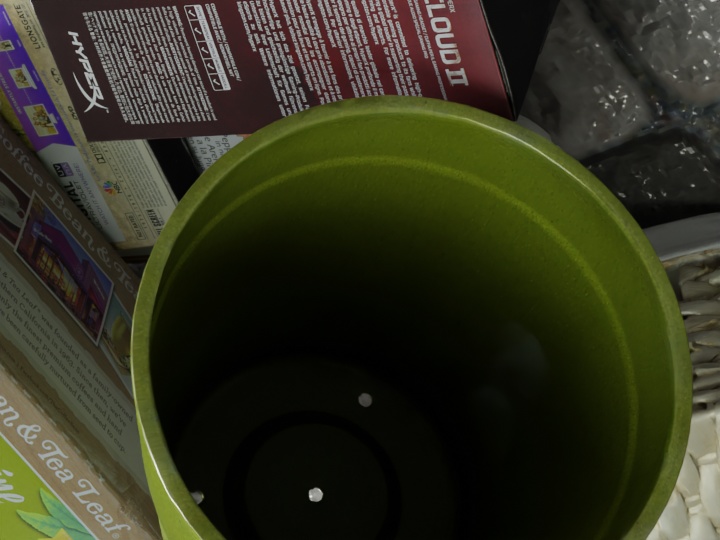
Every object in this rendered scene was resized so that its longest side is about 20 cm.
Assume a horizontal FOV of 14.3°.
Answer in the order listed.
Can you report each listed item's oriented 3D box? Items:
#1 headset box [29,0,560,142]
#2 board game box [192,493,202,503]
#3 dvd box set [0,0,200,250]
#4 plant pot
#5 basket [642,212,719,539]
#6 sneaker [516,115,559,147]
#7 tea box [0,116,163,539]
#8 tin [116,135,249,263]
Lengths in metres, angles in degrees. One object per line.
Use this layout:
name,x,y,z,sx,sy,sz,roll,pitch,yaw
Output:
headset box,-0.006,-0.126,1.113,0.200,0.149,0.077,-2,131,23
board game box,-0.143,0.150,1.348,0.200,0.126,0.035,-23,77,24
dvd box set,-0.182,-0.064,1.265,0.200,0.029,0.146,-7,129,25
plant pot,0.001,0.063,1.086,0.200,0.200,0.193,25,158,-3
basket,0.132,0.097,1.260,0.135,0.123,0.200,-14,126,7
sneaker,0.000,0.000,1.221,0.081,0.083,0.200,47,127,-9
tea box,-0.208,0.046,1.246,0.197,0.134,0.200,-27,119,24
tin,-0.108,-0.053,1.296,0.200,0.042,0.112,-3,133,23
